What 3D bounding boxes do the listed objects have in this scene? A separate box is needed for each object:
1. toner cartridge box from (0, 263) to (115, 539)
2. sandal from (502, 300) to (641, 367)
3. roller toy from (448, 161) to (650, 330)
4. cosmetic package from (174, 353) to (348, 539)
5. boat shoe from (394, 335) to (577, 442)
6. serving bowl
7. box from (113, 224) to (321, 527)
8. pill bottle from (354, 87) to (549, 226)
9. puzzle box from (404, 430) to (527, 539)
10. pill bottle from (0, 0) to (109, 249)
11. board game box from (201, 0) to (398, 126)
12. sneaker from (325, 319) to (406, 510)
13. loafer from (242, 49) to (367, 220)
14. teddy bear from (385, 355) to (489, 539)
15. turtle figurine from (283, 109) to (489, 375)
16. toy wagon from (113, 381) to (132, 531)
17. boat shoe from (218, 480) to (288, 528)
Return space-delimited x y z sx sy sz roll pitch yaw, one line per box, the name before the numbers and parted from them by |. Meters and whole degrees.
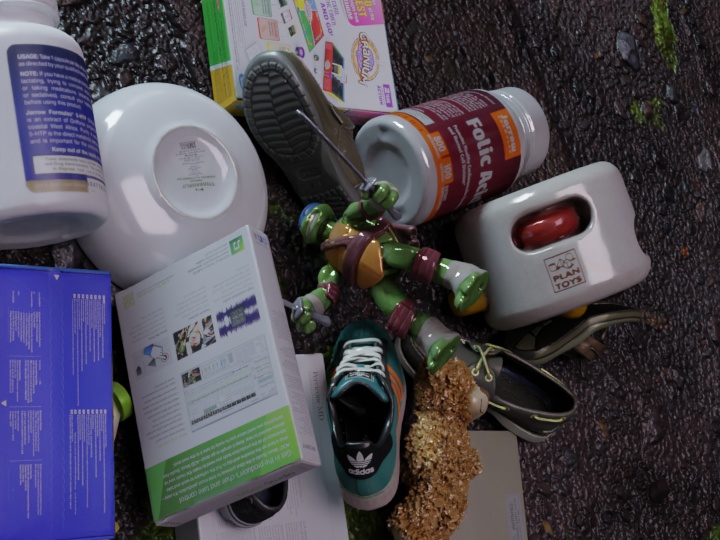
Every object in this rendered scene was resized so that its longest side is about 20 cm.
toner cartridge box | -0.236 0.101 0.890 0.094 0.043 0.204 5 78 -39
sandal | 0.227 0.074 1.295 0.199 0.079 0.058 -19 112 -36
roller toy | 0.197 -0.018 1.220 0.198 0.181 0.142 -19 88 -39
cosmetic package | -0.090 0.177 1.027 0.149 0.051 0.204 1 75 -35
boat shoe | 0.128 0.105 1.194 0.200 0.060 0.073 29 50 -17
serving bowl | -0.160 -0.077 1.046 0.198 0.065 0.204 13 68 -33
box | -0.118 0.084 0.945 0.036 0.143 0.203 29 41 -57
pill bottle | 0.097 -0.122 1.220 0.198 0.114 0.116 -22 89 -38
puzzle box | 0.108 0.259 1.168 0.131 0.025 0.204 7 72 -36
pill bottle | -0.272 -0.128 0.942 0.118 0.119 0.204 -4 79 -37
board game box | -0.059 -0.226 1.183 0.198 0.040 0.156 1 76 -37
sneaker | 0.006 0.106 1.050 0.070 0.081 0.202 -5 43 2
loafer | -0.049 -0.130 1.125 0.070 0.074 0.202 -70 145 -43
teddy bear | 0.078 0.177 1.088 0.146 0.066 0.202 55 45 -42
turtle figurine | 0.000 0.000 1.034 0.192 0.200 0.145 31 79 19
toy wagon | -0.252 0.126 0.925 0.154 0.039 0.203 -30 100 -39
boat shoe | -0.091 0.106 0.976 0.069 0.066 0.204 9 69 -34
